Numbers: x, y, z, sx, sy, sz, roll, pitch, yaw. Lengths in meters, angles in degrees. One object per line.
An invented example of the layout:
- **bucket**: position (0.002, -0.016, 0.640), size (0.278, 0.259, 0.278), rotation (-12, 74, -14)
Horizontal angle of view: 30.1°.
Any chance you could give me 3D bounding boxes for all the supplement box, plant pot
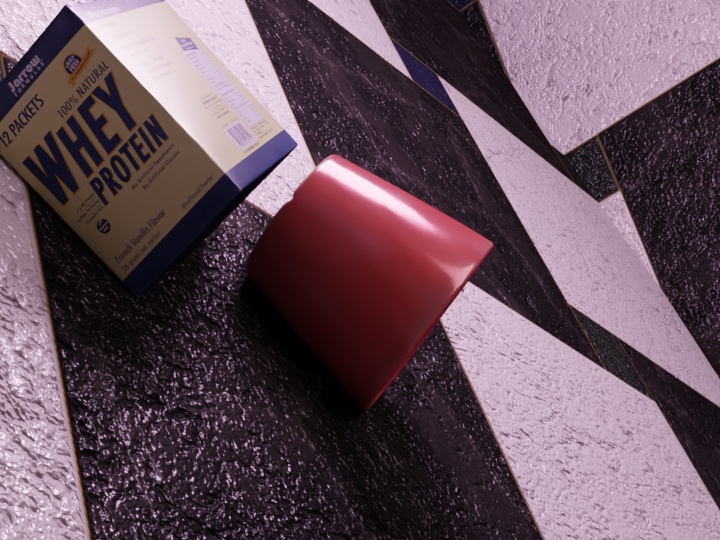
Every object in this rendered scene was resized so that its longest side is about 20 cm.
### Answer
- **supplement box**: position (-0.186, -0.119, 1.155), size (0.200, 0.134, 0.200), rotation (46, 19, -4)
- **plant pot**: position (0.000, 0.000, 1.273), size (0.177, 0.201, 0.200), rotation (39, 18, 4)
